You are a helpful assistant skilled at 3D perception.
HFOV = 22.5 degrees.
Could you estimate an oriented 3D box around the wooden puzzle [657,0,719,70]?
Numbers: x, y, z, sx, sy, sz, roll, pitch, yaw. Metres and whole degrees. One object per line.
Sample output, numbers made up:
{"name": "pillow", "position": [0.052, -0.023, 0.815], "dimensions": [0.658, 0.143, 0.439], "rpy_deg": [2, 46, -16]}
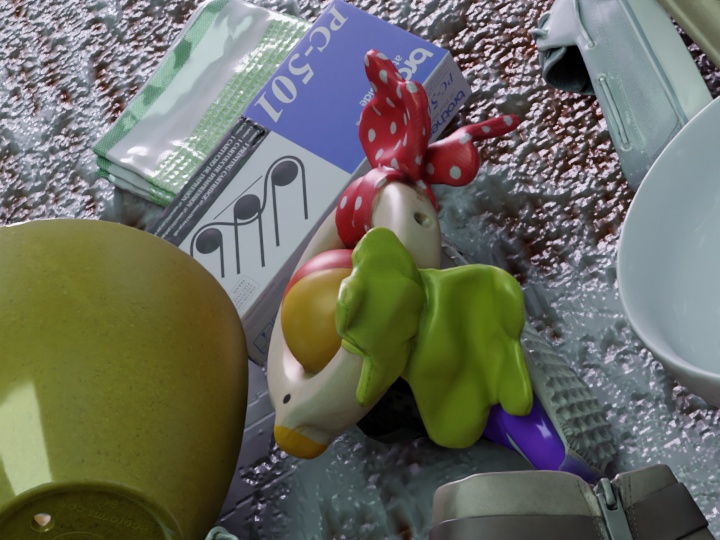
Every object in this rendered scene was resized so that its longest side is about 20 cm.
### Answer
{"name": "wooden puzzle", "position": [0.233, -0.187, 0.888], "dimensions": [0.200, 0.037, 0.185], "rpy_deg": [-49, 68, 29]}

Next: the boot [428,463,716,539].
{"name": "boot", "position": [0.049, 0.147, 0.650], "dimensions": [0.200, 0.070, 0.146], "rpy_deg": [-6, 67, -16]}

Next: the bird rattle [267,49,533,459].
{"name": "bird rattle", "position": [0.000, 0.000, 0.872], "dimensions": [0.163, 0.113, 0.200], "rpy_deg": [-47, 37, 33]}

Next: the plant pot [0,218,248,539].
{"name": "plant pot", "position": [-0.145, 0.095, 0.893], "dimensions": [0.200, 0.200, 0.142], "rpy_deg": [-32, 35, 10]}

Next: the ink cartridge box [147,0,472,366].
{"name": "ink cartridge box", "position": [-0.035, -0.053, 1.019], "dimensions": [0.094, 0.044, 0.200], "rpy_deg": [31, 78, 35]}

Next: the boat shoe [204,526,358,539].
{"name": "boat shoe", "position": [-0.056, 0.151, 0.832], "dimensions": [0.073, 0.200, 0.063], "rpy_deg": [-6, 97, 39]}

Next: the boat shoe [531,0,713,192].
{"name": "boat shoe", "position": [0.128, -0.124, 0.975], "dimensions": [0.071, 0.070, 0.201], "rpy_deg": [-28, 52, 6]}

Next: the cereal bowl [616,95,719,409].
{"name": "cereal bowl", "position": [0.221, -0.008, 0.818], "dimensions": [0.200, 0.083, 0.200], "rpy_deg": [-26, 38, 23]}

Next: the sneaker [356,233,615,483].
{"name": "sneaker", "position": [0.046, 0.059, 0.912], "dimensions": [0.100, 0.070, 0.200], "rpy_deg": [-45, 43, 7]}

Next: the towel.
{"name": "towel", "position": [-0.062, -0.093, 1.104], "dimensions": [0.200, 0.031, 0.149], "rpy_deg": [24, 75, 40]}
